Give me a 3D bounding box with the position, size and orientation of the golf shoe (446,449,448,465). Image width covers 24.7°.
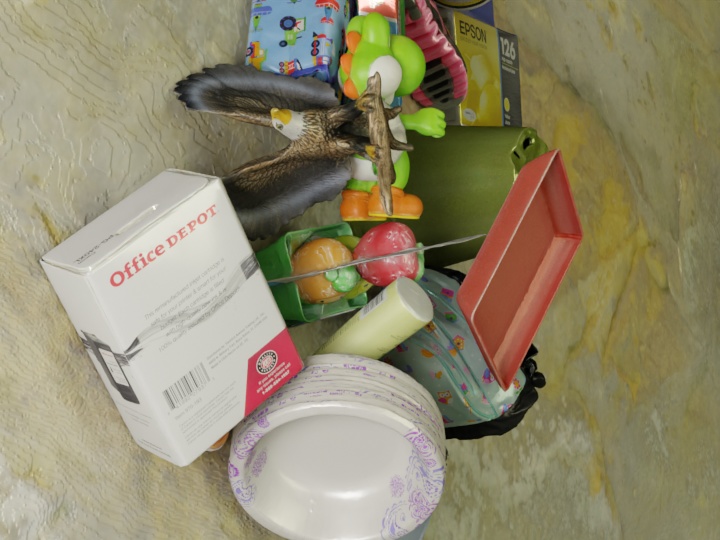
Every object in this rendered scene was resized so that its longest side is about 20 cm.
[{"bbox_3d":[0.041,0.167,1.756,0.201,0.077,0.088,76,-12,-51],"label":"golf shoe"}]

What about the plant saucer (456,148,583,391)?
[{"bbox_3d":[0.161,-0.002,1.682,0.201,0.036,0.200,-61,155,-16],"label":"plant saucer"}]

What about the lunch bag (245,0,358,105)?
[{"bbox_3d":[-0.041,-0.211,1.694,0.200,0.093,0.152,57,33,-59],"label":"lunch bag"}]

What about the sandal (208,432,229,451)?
[{"bbox_3d":[-0.127,0.058,1.490,0.079,0.059,0.209,-12,95,-61],"label":"sandal"}]

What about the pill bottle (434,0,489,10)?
[{"bbox_3d":[0.111,-0.384,1.896,0.200,0.111,0.114,53,35,-77],"label":"pill bottle"}]

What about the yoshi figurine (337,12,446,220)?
[{"bbox_3d":[0.029,-0.150,1.611,0.112,0.111,0.202,-3,91,-85],"label":"yoshi figurine"}]

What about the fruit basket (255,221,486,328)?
[{"bbox_3d":[0.000,0.000,1.588,0.185,0.198,0.095,-14,97,-62],"label":"fruit basket"}]

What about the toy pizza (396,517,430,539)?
[{"bbox_3d":[0.013,0.251,1.685,0.200,0.032,0.202,-34,135,-42],"label":"toy pizza"}]

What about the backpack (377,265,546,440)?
[{"bbox_3d":[0.087,0.091,1.784,0.201,0.166,0.127,57,43,-30],"label":"backpack"}]

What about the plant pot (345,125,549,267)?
[{"bbox_3d":[0.111,-0.087,1.820,0.200,0.189,0.202,21,66,-58],"label":"plant pot"}]

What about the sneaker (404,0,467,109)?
[{"bbox_3d":[0.075,-0.281,1.925,0.096,0.078,0.201,-82,151,-46],"label":"sneaker"}]

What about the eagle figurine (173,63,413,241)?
[{"bbox_3d":[-0.063,-0.121,1.507,0.151,0.198,0.152,61,32,-37],"label":"eagle figurine"}]

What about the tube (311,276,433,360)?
[{"bbox_3d":[-0.015,0.082,1.568,0.058,0.200,0.052,31,34,-35],"label":"tube"}]

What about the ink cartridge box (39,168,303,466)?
[{"bbox_3d":[-0.154,0.036,1.368,0.145,0.083,0.201,-38,121,-27],"label":"ink cartridge box"}]

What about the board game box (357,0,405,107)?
[{"bbox_3d":[0.024,-0.256,1.747,0.200,0.040,0.155,-76,164,-75],"label":"board game box"}]

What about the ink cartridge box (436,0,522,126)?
[{"bbox_3d":[0.148,-0.266,2.074,0.197,0.047,0.202,5,83,-60],"label":"ink cartridge box"}]

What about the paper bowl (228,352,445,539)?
[{"bbox_3d":[-0.020,0.157,1.521,0.105,0.199,0.201,-88,154,-47],"label":"paper bowl"}]
